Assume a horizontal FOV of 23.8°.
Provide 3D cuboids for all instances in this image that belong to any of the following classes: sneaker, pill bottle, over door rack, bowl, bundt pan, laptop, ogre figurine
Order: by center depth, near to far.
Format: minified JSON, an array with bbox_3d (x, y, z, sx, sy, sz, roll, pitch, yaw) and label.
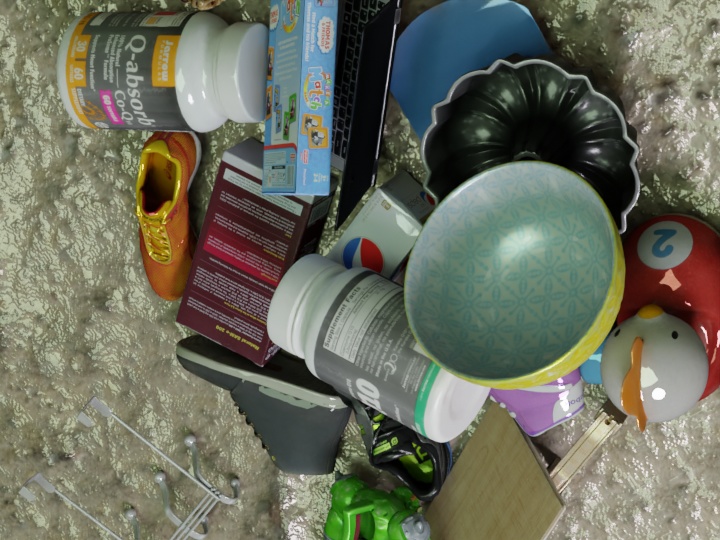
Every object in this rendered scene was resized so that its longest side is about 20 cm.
[{"bbox_3d":[0.147,0.019,1.471,0.198,0.108,0.202,-14,61,26],"label":"bowl"},{"bbox_3d":[0.157,-0.104,1.529,0.200,0.076,0.204,8,116,15],"label":"bundt pan"},{"bbox_3d":[-0.032,-0.166,1.566,0.199,0.115,0.189,31,121,41],"label":"laptop"},{"bbox_3d":[0.019,0.067,1.581,0.199,0.113,0.114,27,118,27],"label":"pill bottle"},{"bbox_3d":[0.128,0.107,1.639,0.199,0.072,0.115,4,120,48],"label":"sneaker"},{"bbox_3d":[-0.186,-0.194,1.667,0.198,0.116,0.118,3,110,24],"label":"pill bottle"},{"bbox_3d":[0.029,0.145,1.687,0.070,0.083,0.200,-28,113,18],"label":"sneaker"},{"bbox_3d":[0.023,0.280,1.736,0.097,0.200,0.121,-12,115,-16],"label":"ogre figurine"},{"bbox_3d":[-0.206,-0.054,1.746,0.072,0.077,0.202,13,123,19],"label":"sneaker"},{"bbox_3d":[-0.109,0.142,1.775,0.198,0.075,0.107,19,113,16],"label":"sneaker"},{"bbox_3d":[-0.247,0.229,1.867,0.199,0.067,0.148,32,120,-13],"label":"over door rack"}]

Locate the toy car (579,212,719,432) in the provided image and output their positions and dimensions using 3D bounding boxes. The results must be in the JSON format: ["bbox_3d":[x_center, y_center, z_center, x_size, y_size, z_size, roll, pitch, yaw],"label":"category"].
[{"bbox_3d":[0.263,0.057,1.504,0.182,0.200,0.179,2,109,23],"label":"toy car"}]

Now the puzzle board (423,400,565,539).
[{"bbox_3d":[0.127,0.245,1.685,0.201,0.017,0.151,-63,37,32],"label":"puzzle board"}]

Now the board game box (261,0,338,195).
[{"bbox_3d":[-0.057,-0.170,1.572,0.036,0.151,0.203,1,92,-15],"label":"board game box"}]

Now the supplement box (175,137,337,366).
[{"bbox_3d":[-0.106,-0.018,1.725,0.108,0.061,0.202,26,116,14],"label":"supplement box"}]

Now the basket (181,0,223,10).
[{"bbox_3d":[-0.144,-0.341,1.544,0.148,0.200,0.144,26,118,14],"label":"basket"}]

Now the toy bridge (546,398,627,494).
[{"bbox_3d":[0.186,0.208,1.670,0.027,0.067,0.200,41,119,5],"label":"toy bridge"}]

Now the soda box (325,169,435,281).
[{"bbox_3d":[0.000,0.000,1.679,0.064,0.068,0.201,41,120,7],"label":"soda box"}]

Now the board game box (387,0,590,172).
[{"bbox_3d":[0.122,-0.162,1.584,0.157,0.039,0.201,-26,103,28],"label":"board game box"}]
